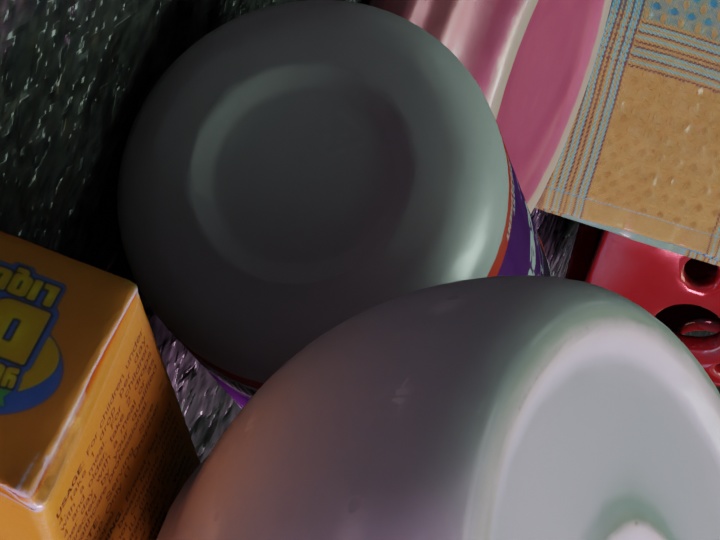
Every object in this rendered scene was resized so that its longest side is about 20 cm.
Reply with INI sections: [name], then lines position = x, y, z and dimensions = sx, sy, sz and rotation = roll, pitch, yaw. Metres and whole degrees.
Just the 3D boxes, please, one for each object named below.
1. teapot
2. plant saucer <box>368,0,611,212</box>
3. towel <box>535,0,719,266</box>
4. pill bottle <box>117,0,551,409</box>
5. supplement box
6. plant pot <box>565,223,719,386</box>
[teapot]
position = 0.013, 0.096, 0.738
dimensions = 0.200, 0.146, 0.198
rotation = 39, 53, -45
[plant saucer]
position = 0.049, -0.080, 1.065
dimensions = 0.200, 0.051, 0.201
rotation = 20, 90, -75
[towel]
position = 0.156, -0.077, 1.217
dimensions = 0.022, 0.199, 0.147
rotation = -137, -117, -69
[pill bottle]
position = 0.000, 0.000, 0.872
dimensions = 0.200, 0.112, 0.113
rotation = 58, 54, -72
[supplement box]
position = -0.082, 0.062, 0.751
dimensions = 0.200, 0.066, 0.069
rotation = 78, 35, -65
[plant pot]
position = 0.205, -0.033, 1.360
dimensions = 0.200, 0.182, 0.201
rotation = -161, -90, -88
